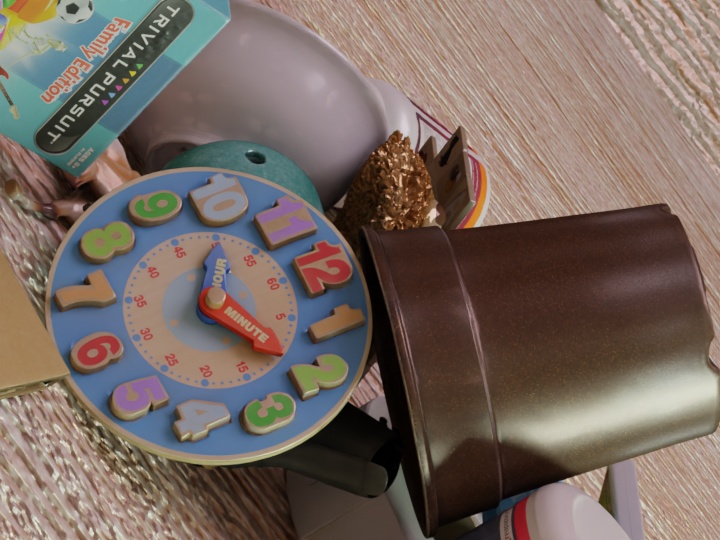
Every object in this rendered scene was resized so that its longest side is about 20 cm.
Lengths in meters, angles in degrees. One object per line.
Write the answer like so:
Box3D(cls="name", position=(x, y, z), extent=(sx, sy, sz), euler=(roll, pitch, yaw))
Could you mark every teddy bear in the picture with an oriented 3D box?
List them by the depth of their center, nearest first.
Box3D(cls="teddy bear", position=(0.000, 0.000, 1.901), extent=(0.067, 0.200, 0.145), euler=(34, 18, 5))

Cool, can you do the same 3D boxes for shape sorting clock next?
Box3D(cls="shape sorting clock", position=(-0.091, 0.024, 1.656), extent=(0.200, 0.199, 0.039), euler=(65, -24, 24))

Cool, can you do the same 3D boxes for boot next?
Box3D(cls="boot", position=(-0.021, 0.095, 1.755), extent=(0.200, 0.138, 0.078), euler=(-45, 146, -63))

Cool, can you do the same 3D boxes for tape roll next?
Box3D(cls="tape roll", position=(0.035, 0.188, 1.869), extent=(0.203, 0.071, 0.203), euler=(50, 19, -24))

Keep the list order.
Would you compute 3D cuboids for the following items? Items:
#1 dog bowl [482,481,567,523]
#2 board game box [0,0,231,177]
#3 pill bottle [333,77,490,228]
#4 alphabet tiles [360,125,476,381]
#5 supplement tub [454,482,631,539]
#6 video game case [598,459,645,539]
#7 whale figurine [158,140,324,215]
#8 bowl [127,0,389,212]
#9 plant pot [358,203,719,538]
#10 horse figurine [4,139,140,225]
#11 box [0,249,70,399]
Box3D(cls="dog bowl", position=(0.109, 0.126, 1.853), extent=(0.112, 0.049, 0.201), euler=(98, -8, -67))
Box3D(cls="board game box", position=(-0.201, -0.161, 1.629), extent=(0.200, 0.151, 0.047), euler=(31, 30, -30))
Box3D(cls="pill bottle", position=(0.015, -0.090, 2.229), extent=(0.200, 0.109, 0.110), euler=(33, 29, -52))
Box3D(cls="alphabet tiles", position=(0.021, -0.004, 1.963), extent=(0.006, 0.200, 0.167), euler=(27, 28, -19))
Box3D(cls="supplement tub", position=(0.079, 0.234, 1.692), extent=(0.140, 0.200, 0.140), euler=(49, 19, -23))
Box3D(cls="video game case", position=(0.173, 0.258, 1.961), extent=(0.024, 0.183, 0.200), euler=(11, 24, -3))
Box3D(cls="whale figurine", position=(-0.064, -0.010, 1.755), extent=(0.159, 0.104, 0.200), euler=(0, 32, -31))
Box3D(cls="bowl", position=(-0.087, -0.091, 1.891), extent=(0.201, 0.201, 0.091), euler=(47, 53, -31))
Box3D(cls="plant pot", position=(0.115, 0.051, 1.731), extent=(0.200, 0.198, 0.201), euler=(169, -90, -87))
Box3D(cls="horse figurine", position=(-0.184, -0.080, 1.776), extent=(0.132, 0.050, 0.200), euler=(30, 31, -47))
Box3D(cls="box", position=(-0.249, -0.016, 1.532), extent=(0.200, 0.021, 0.163), euler=(59, 17, 7))
